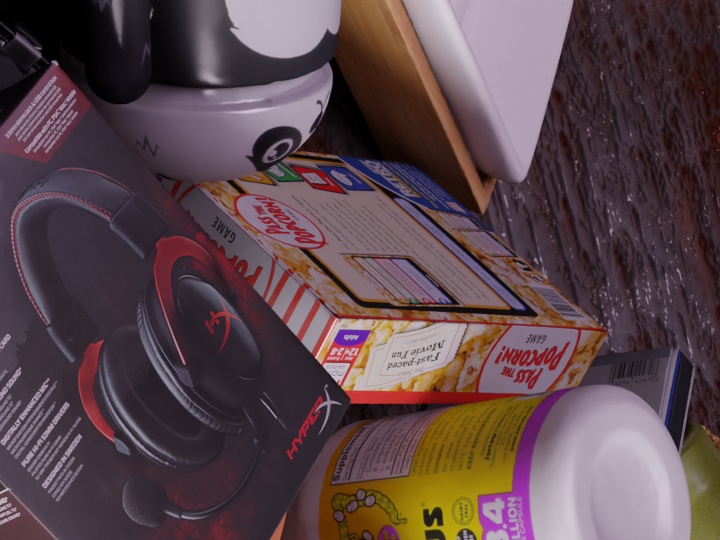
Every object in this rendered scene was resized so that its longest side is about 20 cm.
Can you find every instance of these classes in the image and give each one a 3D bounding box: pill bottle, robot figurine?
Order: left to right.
[{"bbox_3d":[-0.065,-0.136,0.972,0.149,0.125,0.202,-9,117,-27],"label":"robot figurine"},{"bbox_3d":[0.042,0.114,1.047,0.104,0.199,0.105,15,70,-46],"label":"pill bottle"}]

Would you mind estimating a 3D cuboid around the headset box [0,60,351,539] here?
[{"bbox_3d":[-0.115,0.035,0.846,0.200,0.075,0.149,50,45,-18],"label":"headset box"}]

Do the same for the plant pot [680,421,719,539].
[{"bbox_3d":[0.166,0.191,1.203,0.200,0.200,0.194,-32,93,-48],"label":"plant pot"}]

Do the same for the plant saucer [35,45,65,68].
[{"bbox_3d":[-0.190,-0.097,0.962,0.199,0.029,0.202,17,67,-46],"label":"plant saucer"}]

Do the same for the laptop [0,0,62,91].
[{"bbox_3d":[-0.221,-0.113,0.901,0.187,0.116,0.201,41,23,-36],"label":"laptop"}]

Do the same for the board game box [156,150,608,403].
[{"bbox_3d":[0.000,0.000,1.075,0.199,0.151,0.047,5,120,-49],"label":"board game box"}]

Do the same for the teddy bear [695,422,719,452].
[{"bbox_3d":[0.235,0.165,1.316,0.067,0.145,0.201,-44,109,-28],"label":"teddy bear"}]

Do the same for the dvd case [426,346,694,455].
[{"bbox_3d":[0.079,0.136,1.124,0.025,0.149,0.201,43,51,-40],"label":"dvd case"}]

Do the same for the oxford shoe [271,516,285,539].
[{"bbox_3d":[-0.094,0.124,0.919,0.073,0.071,0.200,52,45,-15],"label":"oxford shoe"}]

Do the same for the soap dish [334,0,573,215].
[{"bbox_3d":[0.038,-0.149,1.166,0.200,0.081,0.158,62,38,-50],"label":"soap dish"}]
